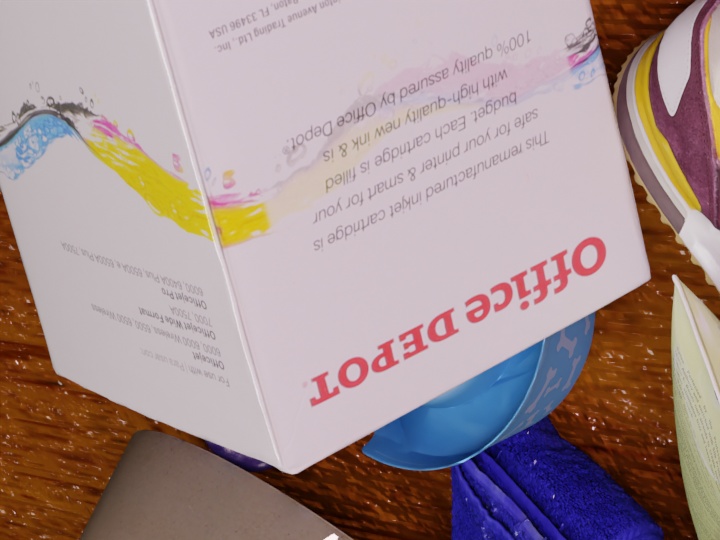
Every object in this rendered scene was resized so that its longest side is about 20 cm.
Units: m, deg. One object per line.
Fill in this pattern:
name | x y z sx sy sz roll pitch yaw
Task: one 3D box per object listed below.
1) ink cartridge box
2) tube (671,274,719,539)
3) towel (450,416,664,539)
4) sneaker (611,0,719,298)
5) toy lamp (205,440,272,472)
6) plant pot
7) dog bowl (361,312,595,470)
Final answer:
ink cartridge box | -0.027 -0.067 0.868 0.145 0.147 0.200 18 127 54
tube | 0.127 0.067 0.920 0.058 0.052 0.200 28 170 21
towel | 0.085 0.156 1.052 0.200 0.049 0.148 -132 40 -54
sneaker | 0.159 0.001 0.846 0.200 0.075 0.090 48 157 -6
toy lamp | 0.001 0.046 1.125 0.058 0.058 0.200 53 149 -13
plant pot | -0.079 0.203 1.233 0.187 0.200 0.187 33 164 10
dog bowl | 0.000 0.000 1.030 0.200 0.050 0.112 22 103 37
